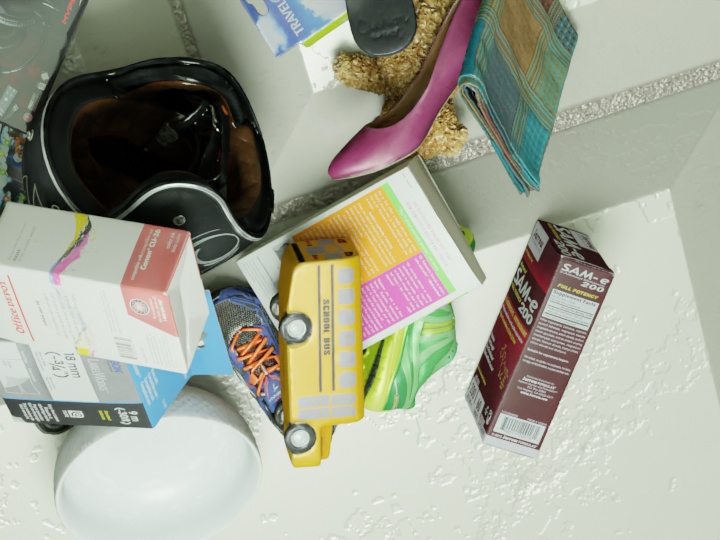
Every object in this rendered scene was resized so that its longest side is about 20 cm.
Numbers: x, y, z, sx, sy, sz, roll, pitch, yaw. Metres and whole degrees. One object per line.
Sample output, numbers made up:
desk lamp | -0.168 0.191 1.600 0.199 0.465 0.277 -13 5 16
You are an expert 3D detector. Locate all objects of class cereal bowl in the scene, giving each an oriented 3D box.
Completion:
cereal bowl | -0.198 0.179 1.708 0.198 0.084 0.201 -10 135 -10

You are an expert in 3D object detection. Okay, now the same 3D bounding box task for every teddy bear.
teddy bear | 0.050 -0.195 1.626 0.144 0.067 0.202 15 107 -10

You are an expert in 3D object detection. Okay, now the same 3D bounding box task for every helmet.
helmet | -0.188 -0.079 1.529 0.189 0.200 0.202 -11 113 16

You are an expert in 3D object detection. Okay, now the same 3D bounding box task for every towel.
towel | 0.142 -0.187 1.568 0.022 0.201 0.147 -7 138 32

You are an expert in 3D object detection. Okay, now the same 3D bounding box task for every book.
book | 0.000 0.000 1.662 0.199 0.048 0.134 -28 97 21

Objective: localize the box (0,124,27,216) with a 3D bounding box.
box | -0.241 -0.071 1.647 0.198 0.040 0.138 11 108 -12

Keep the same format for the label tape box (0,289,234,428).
label tape box | -0.222 0.077 1.565 0.198 0.064 0.145 2 146 8

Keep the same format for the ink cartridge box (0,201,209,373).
ink cartridge box | -0.232 0.011 1.453 0.198 0.068 0.117 10 145 11

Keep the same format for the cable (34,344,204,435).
cable | -0.244 0.085 1.692 0.199 0.050 0.097 -33 112 10

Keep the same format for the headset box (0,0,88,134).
headset box | -0.348 -0.224 1.538 0.199 0.075 0.150 24 91 -13

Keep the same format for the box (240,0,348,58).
box | -0.020 -0.289 1.569 0.199 0.048 0.122 -34 87 7

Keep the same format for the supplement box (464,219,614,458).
supplement box | 0.170 0.065 1.717 0.060 0.109 0.201 18 106 -13

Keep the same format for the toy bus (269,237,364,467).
toy bus | -0.039 0.076 1.635 0.078 0.065 0.202 -5 110 -11

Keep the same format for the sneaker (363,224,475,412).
sneaker | 0.058 0.045 1.725 0.083 0.074 0.201 16 106 -39

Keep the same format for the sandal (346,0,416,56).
sandal | 0.000 -0.283 1.515 0.076 0.043 0.202 -22 89 6

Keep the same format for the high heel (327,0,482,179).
high heel | 0.040 -0.163 1.571 0.199 0.067 0.097 -35 111 -11

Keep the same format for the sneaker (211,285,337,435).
sneaker | -0.081 0.097 1.711 0.075 0.079 0.200 -37 111 6
